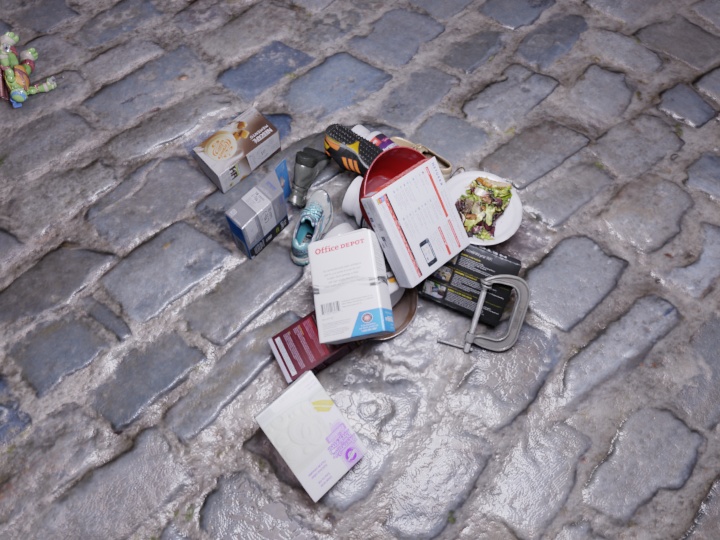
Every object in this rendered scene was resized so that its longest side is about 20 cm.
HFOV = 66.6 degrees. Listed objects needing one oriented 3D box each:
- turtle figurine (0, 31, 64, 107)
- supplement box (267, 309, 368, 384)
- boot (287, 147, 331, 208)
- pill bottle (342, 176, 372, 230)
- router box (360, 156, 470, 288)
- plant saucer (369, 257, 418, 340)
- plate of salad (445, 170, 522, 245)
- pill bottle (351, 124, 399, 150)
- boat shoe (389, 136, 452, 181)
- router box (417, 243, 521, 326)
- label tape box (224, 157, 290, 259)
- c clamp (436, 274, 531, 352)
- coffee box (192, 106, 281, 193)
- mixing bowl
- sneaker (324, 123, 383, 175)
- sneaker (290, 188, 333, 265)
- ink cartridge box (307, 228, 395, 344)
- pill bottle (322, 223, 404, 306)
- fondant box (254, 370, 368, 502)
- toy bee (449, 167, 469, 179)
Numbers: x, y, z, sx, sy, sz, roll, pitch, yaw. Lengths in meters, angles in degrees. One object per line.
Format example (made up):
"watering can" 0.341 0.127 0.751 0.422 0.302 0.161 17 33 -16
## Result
"turtle figurine" -0.896 -0.560 1.480 0.141 0.201 0.197 -1 53 -40
"supplement box" -0.090 0.150 1.191 0.197 0.061 0.110 -31 69 -2
"boot" -0.134 -0.231 1.371 0.066 0.200 0.134 20 110 7
"pill bottle" 0.059 -0.136 1.318 0.197 0.117 0.117 33 68 13
"router box" 0.117 -0.098 1.124 0.177 0.048 0.204 -33 106 -24
"plant saucer" 0.035 0.067 1.269 0.193 0.032 0.206 1 64 -2
"plate of salad" 0.273 -0.150 1.245 0.193 0.048 0.206 1 62 -1
"pill bottle" 0.052 -0.278 1.386 0.199 0.112 0.112 39 69 15
"boat shoe" 0.153 -0.300 1.425 0.197 0.065 0.072 30 67 12
"router box" 0.245 0.016 1.239 0.195 0.051 0.153 22 107 8
"label tape box" -0.218 -0.144 1.298 0.063 0.145 0.200 37 69 16
"c clamp" 0.280 0.097 1.204 0.166 0.027 0.205 19 106 -1
"coffee box" -0.313 -0.311 1.410 0.199 0.080 0.114 -41 72 -18
"mixing bowl" 0.069 -0.155 1.185 0.195 0.108 0.207 0 90 -29
"sneaker" -0.007 -0.268 1.329 0.198 0.091 0.070 37 58 10
"sneaker" -0.113 -0.117 1.320 0.075 0.087 0.205 13 65 4
"ink cartridge box" -0.019 0.036 1.113 0.142 0.084 0.207 -12 78 20
"pill bottle" 0.000 0.000 1.219 0.115 0.117 0.201 -33 69 -16
"fondant box" -0.099 0.326 1.096 0.143 0.058 0.202 -37 91 -18
"toy bee" 0.259 -0.138 1.326 0.108 0.129 0.203 40 71 -30
